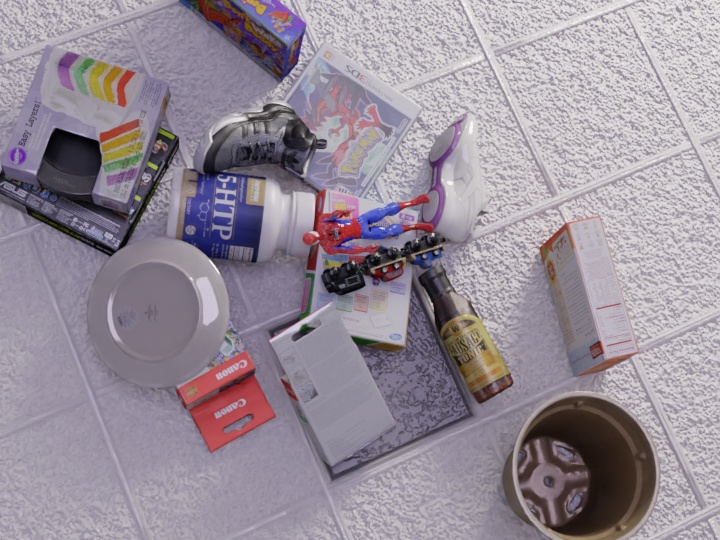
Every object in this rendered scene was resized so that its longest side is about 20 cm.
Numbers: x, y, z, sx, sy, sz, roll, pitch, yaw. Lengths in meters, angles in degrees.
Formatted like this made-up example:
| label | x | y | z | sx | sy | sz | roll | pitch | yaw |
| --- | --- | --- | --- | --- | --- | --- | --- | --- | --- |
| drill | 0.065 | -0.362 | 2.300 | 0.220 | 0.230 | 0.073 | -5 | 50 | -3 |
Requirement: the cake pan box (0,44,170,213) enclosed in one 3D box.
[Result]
| label | x | y | z | sx | sy | sz | roll | pitch | yaw |
| --- | --- | --- | --- | --- | --- | --- | --- | --- | --- |
| cake pan box | -0.379 | -0.192 | 1.692 | 0.182 | 0.052 | 0.202 | 17 | 72 | 0 |

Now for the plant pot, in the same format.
| label | x | y | z | sx | sy | sz | roll | pitch | yaw |
| --- | --- | --- | --- | --- | --- | --- | --- | --- | --- |
| plant pot | 0.276 | 0.278 | 1.649 | 0.198 | 0.184 | 0.203 | 2 | 75 | -8 |

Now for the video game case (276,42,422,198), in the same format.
| label | x | y | z | sx | sy | sz | roll | pitch | yaw |
| --- | --- | --- | --- | --- | --- | --- | --- | --- | --- |
| video game case | -0.033 | -0.212 | 1.811 | 0.181 | 0.023 | 0.201 | 33 | 73 | 1 |

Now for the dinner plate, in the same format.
| label | x | y | z | sx | sy | sz | roll | pitch | yaw |
| --- | --- | --- | --- | --- | --- | --- | --- | --- | --- |
| dinner plate | -0.273 | 0.055 | 1.632 | 0.197 | 0.024 | 0.203 | -1 | 84 | 9 |

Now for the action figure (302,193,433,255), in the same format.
| label | x | y | z | sx | sy | sz | roll | pitch | yaw |
| --- | --- | --- | --- | --- | --- | --- | --- | --- | --- |
| action figure | 0.020 | -0.061 | 1.674 | 0.198 | 0.099 | 0.066 | -13 | 98 | -25 |

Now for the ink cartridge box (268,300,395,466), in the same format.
| label | x | y | z | sx | sy | sz | roll | pitch | yaw |
| --- | --- | --- | --- | --- | --- | --- | --- | --- | --- |
| ink cartridge box | -0.044 | 0.151 | 1.664 | 0.108 | 0.050 | 0.202 | -30 | 106 | -15 |

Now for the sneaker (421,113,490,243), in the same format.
| label | x | y | z | sx | sy | sz | roll | pitch | yaw |
| --- | --- | --- | --- | --- | --- | --- | --- | --- | --- |
| sneaker | 0.148 | -0.133 | 1.806 | 0.099 | 0.075 | 0.202 | 24 | 68 | -28 |

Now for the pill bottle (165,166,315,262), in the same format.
| label | x | y | z | sx | sy | sz | roll | pitch | yaw |
| --- | --- | --- | --- | --- | --- | --- | --- | --- | --- |
| pill bottle | -0.167 | -0.074 | 1.705 | 0.197 | 0.120 | 0.121 | 6 | 75 | -8 |

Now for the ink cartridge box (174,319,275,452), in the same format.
| label | x | y | z | sx | sy | sz | roll | pitch | yaw |
| --- | --- | --- | --- | --- | --- | --- | --- | --- | --- |
| ink cartridge box | -0.206 | 0.132 | 1.672 | 0.108 | 0.050 | 0.201 | -27 | 80 | -14 |

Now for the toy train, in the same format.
| label | x | y | z | sx | sy | sz | roll | pitch | yaw |
| --- | --- | --- | --- | --- | --- | --- | --- | --- | --- |
| toy train | 0.037 | -0.007 | 1.710 | 0.198 | 0.034 | 0.046 | -19 | 90 | -25 |

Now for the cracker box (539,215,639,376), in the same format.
| label | x | y | z | sx | sy | sz | roll | pitch | yaw |
| --- | --- | --- | --- | --- | --- | --- | --- | --- | --- |
| cracker box | 0.323 | 0.039 | 1.744 | 0.057 | 0.134 | 0.202 | -10 | 78 | -12 |

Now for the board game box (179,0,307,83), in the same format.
| label | x | y | z | sx | sy | sz | roll | pitch | yaw |
| --- | --- | --- | --- | --- | --- | --- | --- | --- | --- |
| board game box | -0.173 | -0.375 | 1.773 | 0.199 | 0.135 | 0.045 | 39 | 73 | 3 |

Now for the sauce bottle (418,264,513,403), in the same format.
| label | x | y | z | sx | sy | sz | roll | pitch | yaw |
| --- | --- | --- | --- | --- | --- | --- | --- | --- | --- |
| sauce bottle | 0.145 | 0.088 | 1.741 | 0.066 | 0.066 | 0.201 | -28 | 80 | -15 |

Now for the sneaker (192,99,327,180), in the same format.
| label | x | y | z | sx | sy | sz | roll | pitch | yaw |
| --- | --- | --- | --- | --- | --- | --- | --- | --- | --- |
| sneaker | -0.132 | -0.168 | 1.689 | 0.113 | 0.076 | 0.199 | 33 | 42 | 23 |

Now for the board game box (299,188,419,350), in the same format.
| label | x | y | z | sx | sy | sz | roll | pitch | yaw |
| --- | --- | --- | --- | --- | --- | --- | --- | --- | --- |
| board game box | 0.000 | 0.000 | 1.734 | 0.151 | 0.040 | 0.203 | 13 | 74 | -20 |

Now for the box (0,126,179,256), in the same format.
| label | x | y | z | sx | sy | sz | roll | pitch | yaw |
| --- | --- | --- | --- | --- | --- | --- | --- | --- | --- |
| box | -0.385 | -0.146 | 1.728 | 0.198 | 0.048 | 0.195 | 25 | 71 | -1 |
